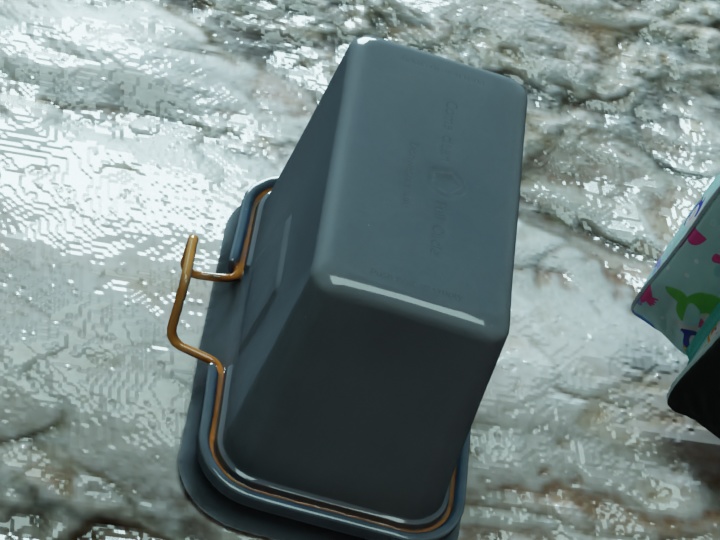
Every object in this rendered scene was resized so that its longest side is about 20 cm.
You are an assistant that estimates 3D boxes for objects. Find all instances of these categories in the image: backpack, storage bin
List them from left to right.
[{"bbox_3d":[0.000,0.000,1.005,0.145,0.134,0.200,16,44,-8],"label":"storage bin"},{"bbox_3d":[0.234,-0.007,1.081,0.200,0.178,0.151,-26,67,-43],"label":"backpack"}]
